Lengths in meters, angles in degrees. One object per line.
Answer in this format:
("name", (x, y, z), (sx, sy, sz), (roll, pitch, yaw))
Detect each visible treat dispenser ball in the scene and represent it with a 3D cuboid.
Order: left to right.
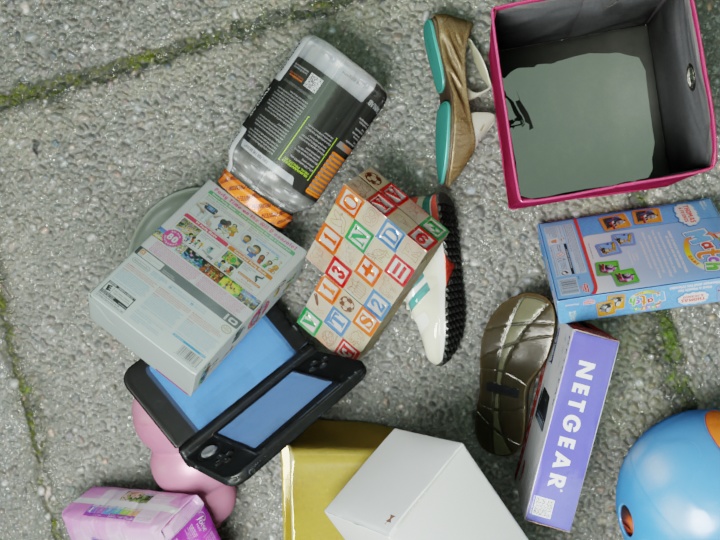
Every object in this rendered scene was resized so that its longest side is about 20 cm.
("treat dispenser ball", (0.373, 0.249, 0.954), (0.198, 0.201, 0.204), (0, 91, 7))

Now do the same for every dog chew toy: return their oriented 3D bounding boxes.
("dog chew toy", (-0.198, 0.211, 1.073), (0.123, 0.125, 0.203), (-10, 98, 7))

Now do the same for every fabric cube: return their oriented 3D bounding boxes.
("fabric cube", (0.246, -0.177, 0.965), (0.197, 0.199, 0.199), (-9, 89, 7))

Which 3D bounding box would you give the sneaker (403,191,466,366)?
("sneaker", (0.068, 0.011, 1.065), (0.092, 0.070, 0.203), (-3, 93, 26))

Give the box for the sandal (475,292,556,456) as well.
("sandal", (0.182, 0.119, 1.053), (0.081, 0.054, 0.203), (12, 107, 24))

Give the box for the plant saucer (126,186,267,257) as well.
("plant saucer", (-0.197, -0.002, 1.099), (0.197, 0.050, 0.203), (0, 91, 7))

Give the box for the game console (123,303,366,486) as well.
("game console", (-0.126, 0.114, 0.983), (0.199, 0.175, 0.117), (-38, 113, -28))

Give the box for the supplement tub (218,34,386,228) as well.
("supplement tub", (-0.070, -0.157, 1.044), (0.122, 0.123, 0.201), (37, 95, 5))

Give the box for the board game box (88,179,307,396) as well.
("board game box", (-0.176, 0.015, 0.996), (0.147, 0.064, 0.200), (36, 58, 8))

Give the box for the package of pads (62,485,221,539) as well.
("package of pads", (-0.250, 0.321, 1.050), (0.198, 0.076, 0.122), (-7, 114, 37))

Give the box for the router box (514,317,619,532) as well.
("router box", (0.220, 0.157, 0.983), (0.048, 0.179, 0.202), (14, 92, 6))

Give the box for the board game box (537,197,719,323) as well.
("board game box", (0.304, -0.014, 0.989), (0.197, 0.152, 0.037), (-9, 124, 8))

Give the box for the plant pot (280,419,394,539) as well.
("plant pot", (0.014, 0.274, 1.014), (0.197, 0.195, 0.197), (-2, 91, -9))

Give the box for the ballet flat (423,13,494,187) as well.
("ballet flat", (0.119, -0.201, 1.055), (0.071, 0.068, 0.203), (-5, 86, -9))

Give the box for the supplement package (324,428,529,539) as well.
("supplement package", (0.081, 0.272, 0.879), (0.117, 0.116, 0.201), (-44, 111, -25))

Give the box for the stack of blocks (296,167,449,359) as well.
("stack of blocks", (0.000, 0.000, 1.018), (0.115, 0.059, 0.201), (39, 129, 11))
